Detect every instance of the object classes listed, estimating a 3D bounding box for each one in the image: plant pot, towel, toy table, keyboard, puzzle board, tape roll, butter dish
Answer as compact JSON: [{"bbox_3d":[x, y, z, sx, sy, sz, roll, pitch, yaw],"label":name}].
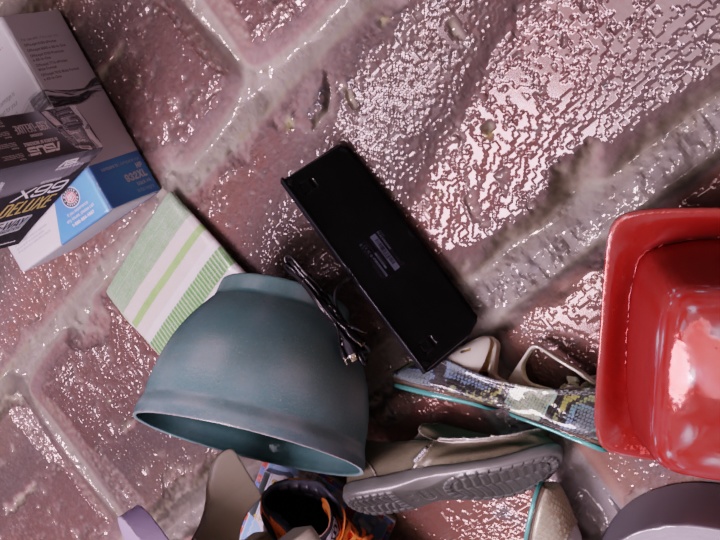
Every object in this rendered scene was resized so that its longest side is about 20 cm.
[{"bbox_3d":[-0.079,0.084,0.811,0.198,0.200,0.136,5,71,25],"label":"plant pot"},{"bbox_3d":[-0.154,0.045,0.939,0.200,0.023,0.153,46,121,8],"label":"towel"},{"bbox_3d":[-0.106,0.264,0.807,0.183,0.116,0.202,-12,107,62],"label":"toy table"},{"bbox_3d":[0.000,0.000,0.785,0.201,0.127,0.021,53,150,6],"label":"keyboard"},{"bbox_3d":[-0.060,0.288,0.980,0.150,0.017,0.202,30,118,15],"label":"puzzle board"},{"bbox_3d":[0.285,0.278,0.771,0.198,0.066,0.203,9,112,23],"label":"tape roll"},{"bbox_3d":[0.266,0.070,0.640,0.197,0.148,0.202,2,110,9],"label":"butter dish"}]

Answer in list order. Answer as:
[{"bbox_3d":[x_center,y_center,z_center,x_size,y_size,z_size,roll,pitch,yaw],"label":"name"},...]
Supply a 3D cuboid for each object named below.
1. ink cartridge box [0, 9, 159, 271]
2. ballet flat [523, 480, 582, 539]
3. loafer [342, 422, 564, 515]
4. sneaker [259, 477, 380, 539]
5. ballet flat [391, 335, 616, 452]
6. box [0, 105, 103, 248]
[{"bbox_3d":[-0.310,-0.125,0.920,0.144,0.084,0.202,-27,95,32],"label":"ink cartridge box"},{"bbox_3d":[0.171,0.267,0.828,0.062,0.067,0.202,16,124,23],"label":"ballet flat"},{"bbox_3d":[0.076,0.160,0.827,0.197,0.070,0.075,-12,146,14],"label":"loafer"},{"bbox_3d":[-0.013,0.261,0.864,0.198,0.078,0.112,27,156,13],"label":"sneaker"},{"bbox_3d":[0.123,0.091,0.795,0.197,0.074,0.075,14,114,20],"label":"ballet flat"},{"bbox_3d":[-0.332,-0.061,0.788,0.157,0.200,0.050,-38,86,30],"label":"box"}]
